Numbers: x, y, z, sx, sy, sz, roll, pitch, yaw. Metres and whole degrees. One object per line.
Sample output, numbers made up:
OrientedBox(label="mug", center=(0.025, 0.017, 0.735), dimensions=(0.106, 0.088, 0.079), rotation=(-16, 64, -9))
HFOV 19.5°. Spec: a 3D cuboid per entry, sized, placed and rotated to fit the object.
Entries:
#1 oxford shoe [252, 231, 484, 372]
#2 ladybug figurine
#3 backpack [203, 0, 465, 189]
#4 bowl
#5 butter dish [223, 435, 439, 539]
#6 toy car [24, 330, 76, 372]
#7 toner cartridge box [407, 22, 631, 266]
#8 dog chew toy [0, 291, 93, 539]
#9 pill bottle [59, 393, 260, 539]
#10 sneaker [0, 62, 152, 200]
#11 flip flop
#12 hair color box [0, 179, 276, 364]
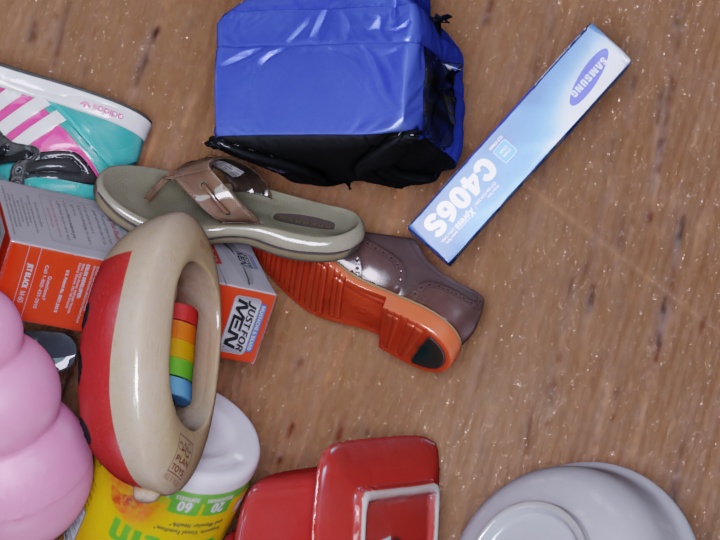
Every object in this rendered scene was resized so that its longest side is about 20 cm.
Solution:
OrientedBox(label="oxford shoe", center=(0.000, 0.000, 1.587), dimensions=(0.200, 0.071, 0.073), rotation=(33, 57, 10))
OrientedBox(label="ladybug figurine", center=(-0.144, 0.058, 1.409), dimensions=(0.072, 0.136, 0.200), rotation=(-2, 67, 17))
OrientedBox(label="backpack", center=(0.001, -0.142, 1.512), dimensions=(0.162, 0.200, 0.168), rotation=(5, 82, 17))
OrientedBox(label="bowl", center=(0.138, 0.223, 1.506), dimensions=(0.201, 0.090, 0.202), rotation=(-14, 63, 28))
OrientedBox(label="butter dish", center=(-0.036, 0.218, 1.535), dimensions=(0.148, 0.199, 0.201), rotation=(3, 89, 26))
OrientedBox(label="toy car", center=(-0.318, 0.059, 1.541), dimensions=(0.200, 0.158, 0.165), rotation=(26, 70, -2))
OrientedBox(label="toner cartridge box", center=(0.117, -0.091, 1.559), dimensions=(0.043, 0.095, 0.200), rotation=(42, 92, 2))
OrientedBox(label="dog chew toy", center=(-0.256, 0.096, 1.436), dimensions=(0.124, 0.125, 0.200), rotation=(-9, 120, 2))
OrientedBox(label="pill bottle", center=(-0.156, 0.186, 1.527), dimensions=(0.111, 0.111, 0.200), rotation=(27, 121, 3))
OrientedBox(label="sneaker", center=(-0.270, -0.088, 1.587), dimensions=(0.200, 0.084, 0.121), rotation=(16, 80, 2))
OrientedBox(label="flip flop", center=(-0.093, -0.053, 1.524), dimensions=(0.200, 0.081, 0.058), rotation=(11, 124, 0))
OrientedBox(label="hair color box", center=(-0.172, 0.001, 1.522), dimensions=(0.200, 0.111, 0.064), rotation=(11, 112, -21))
